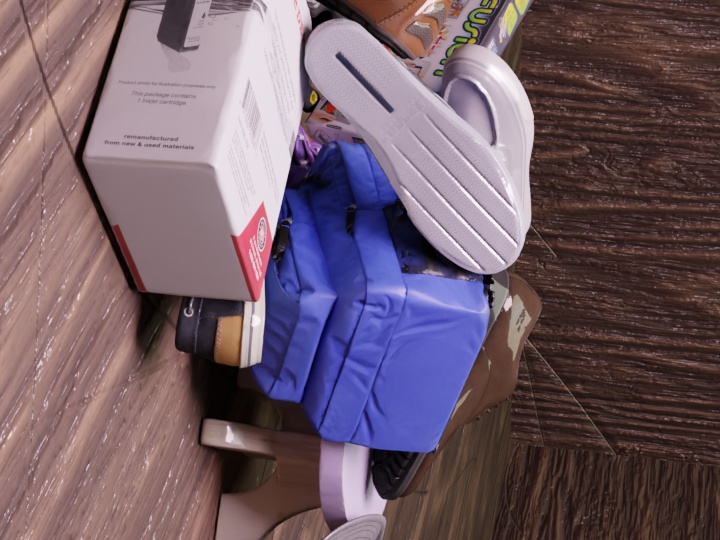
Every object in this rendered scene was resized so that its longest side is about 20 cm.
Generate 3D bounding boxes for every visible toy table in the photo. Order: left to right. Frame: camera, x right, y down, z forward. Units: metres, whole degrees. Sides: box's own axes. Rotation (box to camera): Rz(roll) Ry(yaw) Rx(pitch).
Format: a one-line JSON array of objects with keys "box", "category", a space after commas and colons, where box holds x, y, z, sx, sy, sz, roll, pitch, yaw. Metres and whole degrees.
[{"box": [-0.046, 0.141, 1.257, 0.200, 0.116, 0.186, 68, 29, -66], "category": "toy table"}]

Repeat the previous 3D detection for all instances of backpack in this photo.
[{"box": [0.000, 0.000, 1.150, 0.201, 0.166, 0.163, -97, -154, -49], "category": "backpack"}]

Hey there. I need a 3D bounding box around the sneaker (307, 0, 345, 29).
[{"box": [-0.036, -0.205, 1.281, 0.201, 0.070, 0.099, 85, 26, -74], "category": "sneaker"}]

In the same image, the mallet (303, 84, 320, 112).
[{"box": [-0.058, -0.169, 1.196, 0.200, 0.041, 0.067, 26, 80, -74], "category": "mallet"}]

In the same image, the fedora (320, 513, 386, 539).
[{"box": [-0.034, 0.282, 1.195, 0.200, 0.090, 0.177, -41, 161, 2], "category": "fedora"}]

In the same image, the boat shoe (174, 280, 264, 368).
[{"box": [-0.096, -0.017, 1.063, 0.201, 0.062, 0.075, -96, -171, -47], "category": "boat shoe"}]

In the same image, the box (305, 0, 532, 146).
[{"box": [0.050, -0.171, 1.296, 0.201, 0.109, 0.035, -59, 147, -27], "category": "box"}]

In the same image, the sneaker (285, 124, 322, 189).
[{"box": [-0.043, -0.084, 1.252, 0.200, 0.083, 0.082, 57, 39, -70], "category": "sneaker"}]

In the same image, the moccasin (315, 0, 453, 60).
[{"box": [-0.013, -0.222, 1.094, 0.078, 0.201, 0.074, -53, 141, 3], "category": "moccasin"}]

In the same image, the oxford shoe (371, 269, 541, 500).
[{"box": [0.078, 0.095, 1.223, 0.201, 0.084, 0.073, -59, -149, 9], "category": "oxford shoe"}]

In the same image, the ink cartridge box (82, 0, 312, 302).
[{"box": [-0.091, -0.105, 0.981, 0.145, 0.083, 0.202, 78, 20, -57], "category": "ink cartridge box"}]

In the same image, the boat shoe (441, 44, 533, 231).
[{"box": [0.087, -0.079, 1.231, 0.069, 0.071, 0.201, -54, 154, -35], "category": "boat shoe"}]

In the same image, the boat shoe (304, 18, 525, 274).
[{"box": [0.042, -0.089, 1.063, 0.201, 0.072, 0.071, 52, 14, -8], "category": "boat shoe"}]
